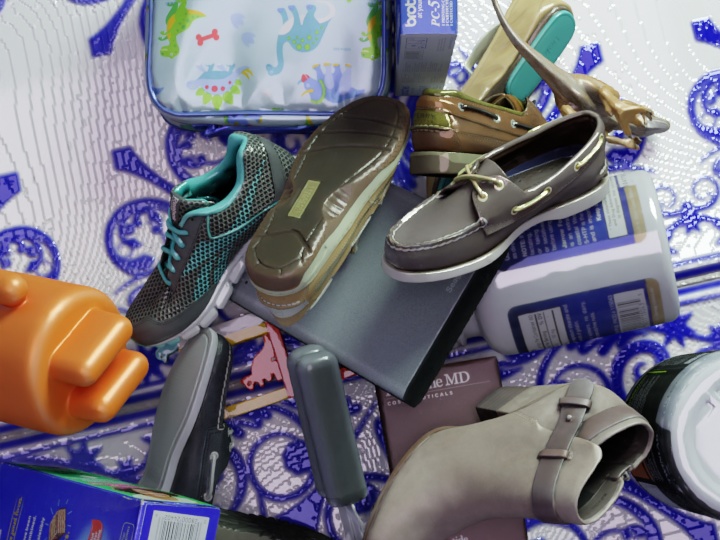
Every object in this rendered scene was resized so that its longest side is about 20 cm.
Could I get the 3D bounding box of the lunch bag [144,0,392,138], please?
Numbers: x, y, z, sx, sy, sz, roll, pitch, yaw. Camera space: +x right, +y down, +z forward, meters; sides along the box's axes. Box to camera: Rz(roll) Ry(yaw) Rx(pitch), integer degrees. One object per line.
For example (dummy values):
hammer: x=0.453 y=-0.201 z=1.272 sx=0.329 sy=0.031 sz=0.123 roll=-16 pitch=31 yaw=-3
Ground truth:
lunch bag: x=-0.074 y=-0.187 z=1.189 sx=0.198 sy=0.082 sz=0.162 roll=-1 pitch=84 yaw=3

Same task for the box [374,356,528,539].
box: x=0.075 y=0.174 z=1.164 sx=0.099 sy=0.075 sz=0.202 roll=-10 pitch=83 yaw=-1

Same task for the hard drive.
hard drive: x=0.000 y=0.000 z=1.129 sx=0.199 sy=0.033 sz=0.140 roll=27 pitch=83 yaw=35

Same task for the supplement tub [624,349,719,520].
supplement tub: x=0.263 y=0.121 z=1.104 sx=0.121 sy=0.200 sz=0.124 roll=0 pitch=86 yaw=-2

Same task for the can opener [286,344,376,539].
can opener: x=-0.006 y=0.150 z=1.100 sx=0.066 sy=0.053 sz=0.201 roll=-21 pitch=103 yaw=-16

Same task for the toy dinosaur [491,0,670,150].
toy dinosaur: x=0.168 y=-0.138 z=1.161 sx=0.199 sy=0.106 sz=0.061 roll=32 pitch=107 yaw=-31

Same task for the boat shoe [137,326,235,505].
boat shoe: x=-0.133 y=0.144 z=1.163 sx=0.060 sy=0.076 sz=0.201 roll=17 pitch=98 yaw=-25

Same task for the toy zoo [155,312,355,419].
toy zoo: x=-0.070 y=0.039 z=1.201 sx=0.199 sy=0.020 sz=0.132 roll=-19 pitch=85 yaw=-2

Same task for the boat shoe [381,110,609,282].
boat shoe: x=0.097 y=-0.054 z=1.055 sx=0.199 sy=0.060 sz=0.072 roll=-25 pitch=42 yaw=-24

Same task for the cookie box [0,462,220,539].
cookie box: x=-0.205 y=0.240 z=1.094 sx=0.075 sy=0.199 sz=0.173 roll=17 pitch=82 yaw=-43

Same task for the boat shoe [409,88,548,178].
boat shoe: x=0.121 y=-0.104 z=1.144 sx=0.072 sy=0.199 sz=0.069 roll=3 pitch=92 yaw=44

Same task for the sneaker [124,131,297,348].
sneaker: x=-0.124 y=-0.029 z=1.135 sx=0.200 sy=0.091 sz=0.078 roll=-48 pitch=42 yaw=7

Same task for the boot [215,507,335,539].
boot: x=-0.103 y=0.291 z=1.148 sx=0.181 sy=0.073 sz=0.201 roll=18 pitch=93 yaw=-23

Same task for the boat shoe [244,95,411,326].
boat shoe: x=-0.021 y=-0.044 z=1.097 sx=0.071 sy=0.076 sz=0.200 roll=18 pitch=55 yaw=27

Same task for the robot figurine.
robot figurine: x=-0.261 y=0.061 z=1.135 sx=0.199 sy=0.144 sz=0.118 roll=10 pitch=85 yaw=28

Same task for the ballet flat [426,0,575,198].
ballet flat: x=0.101 y=-0.140 z=1.208 sx=0.063 sy=0.069 sz=0.201 roll=30 pitch=81 yaw=36

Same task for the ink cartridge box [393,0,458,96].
ink cartridge box: x=0.048 y=-0.201 z=1.136 sx=0.044 sy=0.200 sz=0.095 roll=0 pitch=84 yaw=0

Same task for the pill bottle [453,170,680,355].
pill bottle: x=0.139 y=0.000 z=1.152 sx=0.198 sy=0.120 sz=0.121 roll=-12 pitch=84 yaw=9

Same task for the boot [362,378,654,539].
boot: x=0.108 y=0.151 z=1.049 sx=0.200 sy=0.146 sz=0.070 roll=-47 pitch=122 yaw=-20
